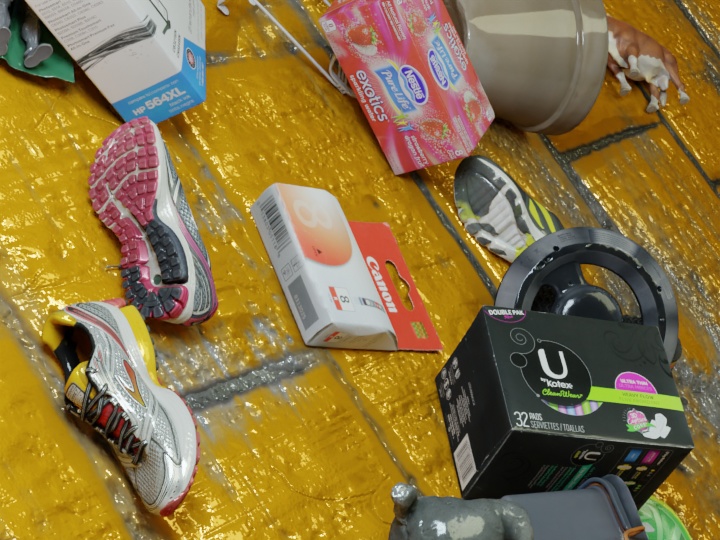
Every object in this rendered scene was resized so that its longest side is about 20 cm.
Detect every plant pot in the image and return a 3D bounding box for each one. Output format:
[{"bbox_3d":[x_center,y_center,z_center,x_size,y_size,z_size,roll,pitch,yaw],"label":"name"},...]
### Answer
[{"bbox_3d":[0.169,-0.266,2.126,0.172,0.200,0.201,2,53,-30],"label":"plant pot"}]

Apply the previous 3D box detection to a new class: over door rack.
[{"bbox_3d":[-0.058,-0.296,1.977,0.199,0.067,0.148,32,35,-24],"label":"over door rack"}]

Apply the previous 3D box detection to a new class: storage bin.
[{"bbox_3d":[0.188,0.286,1.619,0.133,0.146,0.201,6,51,-34],"label":"storage bin"}]

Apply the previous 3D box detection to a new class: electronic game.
[{"bbox_3d":[0.236,0.055,1.877,0.200,0.200,0.042,48,-6,-1],"label":"electronic game"}]

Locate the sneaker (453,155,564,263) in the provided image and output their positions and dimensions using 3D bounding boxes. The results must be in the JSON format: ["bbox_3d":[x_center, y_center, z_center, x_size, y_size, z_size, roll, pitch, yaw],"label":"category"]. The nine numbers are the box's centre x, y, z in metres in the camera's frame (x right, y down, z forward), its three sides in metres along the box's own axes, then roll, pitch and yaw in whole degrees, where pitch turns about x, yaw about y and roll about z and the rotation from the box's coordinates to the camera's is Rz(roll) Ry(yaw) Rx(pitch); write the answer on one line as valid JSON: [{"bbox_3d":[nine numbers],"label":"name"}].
[{"bbox_3d":[0.176,-0.051,2.010,0.200,0.074,0.085,51,26,-13],"label":"sneaker"}]

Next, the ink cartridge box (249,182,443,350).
[{"bbox_3d":[0.000,0.000,1.759,0.199,0.050,0.163,3,54,-44],"label":"ink cartridge box"}]

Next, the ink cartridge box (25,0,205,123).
[{"bbox_3d":[-0.226,-0.252,1.654,0.200,0.084,0.147,53,23,-44],"label":"ink cartridge box"}]

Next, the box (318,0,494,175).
[{"bbox_3d":[0.052,-0.217,1.924,0.201,0.099,0.096,63,35,-23],"label":"box"}]

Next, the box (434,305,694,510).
[{"bbox_3d":[0.195,0.137,1.732,0.198,0.125,0.149,7,49,-22],"label":"box"}]

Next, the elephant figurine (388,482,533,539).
[{"bbox_3d":[0.088,0.297,1.499,0.154,0.142,0.202,5,64,-11],"label":"elephant figurine"}]

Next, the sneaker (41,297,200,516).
[{"bbox_3d":[-0.193,0.110,1.406,0.082,0.078,0.201,1,46,-44],"label":"sneaker"}]

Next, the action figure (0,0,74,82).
[{"bbox_3d":[-0.318,-0.265,1.655,0.118,0.055,0.201,21,38,-32],"label":"action figure"}]

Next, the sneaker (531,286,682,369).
[{"bbox_3d":[0.244,0.082,1.950,0.199,0.090,0.070,20,44,3],"label":"sneaker"}]

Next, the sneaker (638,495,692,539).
[{"bbox_3d":[0.303,0.300,1.785,0.200,0.074,0.084,48,29,-2],"label":"sneaker"}]

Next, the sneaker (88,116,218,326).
[{"bbox_3d":[-0.181,-0.041,1.570,0.075,0.080,0.201,23,46,-56],"label":"sneaker"}]

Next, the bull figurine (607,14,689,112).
[{"bbox_3d":[0.377,-0.294,2.493,0.199,0.065,0.122,16,48,-37],"label":"bull figurine"}]
